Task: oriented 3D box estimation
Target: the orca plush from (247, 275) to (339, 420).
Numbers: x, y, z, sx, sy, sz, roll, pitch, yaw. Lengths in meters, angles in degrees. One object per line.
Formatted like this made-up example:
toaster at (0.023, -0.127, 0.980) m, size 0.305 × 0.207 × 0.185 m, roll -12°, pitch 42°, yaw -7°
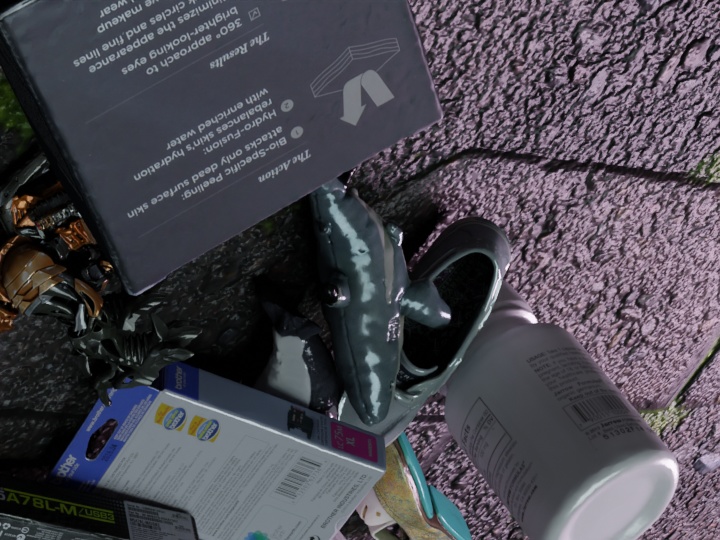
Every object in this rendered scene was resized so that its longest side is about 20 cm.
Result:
orca plush at (-0.053, 0.077, 1.424) m, size 0.105 × 0.071 × 0.200 m, roll 6°, pitch 132°, yaw 15°

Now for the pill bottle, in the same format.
pill bottle at (0.124, 0.103, 1.463) m, size 0.114 × 0.200 × 0.115 m, roll -24°, pitch 143°, yaw -19°

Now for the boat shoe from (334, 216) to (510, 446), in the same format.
boat shoe at (0.033, 0.052, 1.420) m, size 0.201 × 0.070 × 0.072 m, roll -56°, pitch -176°, yaw 16°

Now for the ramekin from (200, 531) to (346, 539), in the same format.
ramekin at (-0.085, 0.252, 1.519) m, size 0.200 × 0.105 × 0.200 m, roll -24°, pitch 150°, yaw -15°

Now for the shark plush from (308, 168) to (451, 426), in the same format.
shark plush at (0.000, 0.000, 1.318) m, size 0.083 × 0.091 × 0.200 m, roll -60°, pitch 152°, yaw -45°

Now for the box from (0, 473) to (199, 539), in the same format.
box at (-0.233, 0.225, 1.373) m, size 0.199 × 0.048 × 0.193 m, roll 15°, pitch 124°, yaw -26°

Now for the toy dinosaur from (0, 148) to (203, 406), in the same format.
toy dinosaur at (-0.173, 0.002, 1.204) m, size 0.200 × 0.102 × 0.136 m, roll -35°, pitch 123°, yaw 20°

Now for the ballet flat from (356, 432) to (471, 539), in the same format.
ballet flat at (0.031, 0.180, 1.595) m, size 0.071 × 0.071 × 0.200 m, roll -36°, pitch 145°, yaw -2°

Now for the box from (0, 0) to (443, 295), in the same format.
box at (-0.085, -0.129, 1.064) m, size 0.196 × 0.117 × 0.200 m, roll -30°, pitch 135°, yaw -10°

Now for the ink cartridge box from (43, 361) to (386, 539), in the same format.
ink cartridge box at (-0.097, 0.127, 1.379) m, size 0.200 × 0.042 × 0.119 m, roll 20°, pitch 127°, yaw -22°
